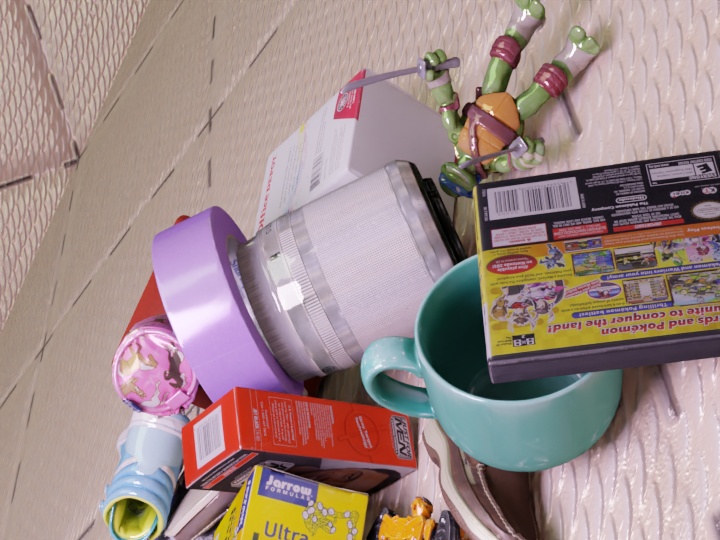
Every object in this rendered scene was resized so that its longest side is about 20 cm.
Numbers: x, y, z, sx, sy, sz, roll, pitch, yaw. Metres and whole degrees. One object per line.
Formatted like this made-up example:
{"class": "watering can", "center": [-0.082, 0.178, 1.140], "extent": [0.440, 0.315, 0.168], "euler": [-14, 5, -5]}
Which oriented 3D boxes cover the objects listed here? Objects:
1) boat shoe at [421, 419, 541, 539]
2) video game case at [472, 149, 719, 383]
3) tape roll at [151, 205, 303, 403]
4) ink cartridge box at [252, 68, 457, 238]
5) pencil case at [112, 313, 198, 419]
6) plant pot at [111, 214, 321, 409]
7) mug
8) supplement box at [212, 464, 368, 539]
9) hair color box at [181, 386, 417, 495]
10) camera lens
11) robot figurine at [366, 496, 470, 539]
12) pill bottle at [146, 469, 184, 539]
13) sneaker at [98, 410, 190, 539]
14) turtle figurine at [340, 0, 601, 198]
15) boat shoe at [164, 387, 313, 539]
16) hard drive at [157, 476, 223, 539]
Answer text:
{"class": "boat shoe", "center": [0.105, 0.157, 0.930], "extent": [0.075, 0.074, 0.203], "euler": [-51, 27, 11]}
{"class": "video game case", "center": [0.185, -0.007, 0.843], "extent": [0.196, 0.026, 0.183], "euler": [-7, 46, 8]}
{"class": "tape roll", "center": [-0.125, 0.043, 1.109], "extent": [0.065, 0.202, 0.201], "euler": [-23, 35, 6]}
{"class": "ink cartridge box", "center": [-0.007, -0.089, 1.285], "extent": [0.199, 0.143, 0.147], "euler": [-34, 39, 45]}
{"class": "pencil case", "center": [-0.191, 0.090, 1.139], "extent": [0.200, 0.081, 0.088], "euler": [-142, 64, -85]}
{"class": "plant pot", "center": [-0.135, 0.075, 1.337], "extent": [0.175, 0.199, 0.202], "euler": [14, 78, 54]}
{"class": "mug", "center": [0.111, 0.071, 0.890], "extent": [0.183, 0.115, 0.153], "euler": [17, 55, 30]}
{"class": "supplement box", "center": [-0.077, 0.274, 1.054], "extent": [0.201, 0.107, 0.111], "euler": [120, 163, -55]}
{"class": "hair color box", "center": [-0.055, 0.165, 1.067], "extent": [0.101, 0.198, 0.062], "euler": [-38, 52, 42]}
{"class": "camera lens", "center": [0.000, 0.000, 1.109], "extent": [0.198, 0.161, 0.161], "euler": [-25, 34, 6]}
{"class": "robot figurine", "center": [0.035, 0.289, 0.952], "extent": [0.144, 0.058, 0.203], "euler": [-15, 54, 57]}
{"class": "pill bottle", "center": [-0.168, 0.284, 1.278], "extent": [0.202, 0.110, 0.111], "euler": [-62, 26, 3]}
{"class": "sneaker", "center": [-0.230, 0.229, 1.200], "extent": [0.201, 0.078, 0.132], "euler": [112, 172, -61]}
{"class": "turtle figurine", "center": [0.127, -0.167, 1.088], "extent": [0.195, 0.200, 0.144], "euler": [-53, 40, -2]}
{"class": "boat shoe", "center": [-0.111, 0.204, 1.156], "extent": [0.200, 0.060, 0.072], "euler": [-47, 15, -5]}
{"class": "hard drive", "center": [-0.109, 0.218, 1.205], "extent": [0.033, 0.138, 0.202], "euler": [64, -130, -81]}
